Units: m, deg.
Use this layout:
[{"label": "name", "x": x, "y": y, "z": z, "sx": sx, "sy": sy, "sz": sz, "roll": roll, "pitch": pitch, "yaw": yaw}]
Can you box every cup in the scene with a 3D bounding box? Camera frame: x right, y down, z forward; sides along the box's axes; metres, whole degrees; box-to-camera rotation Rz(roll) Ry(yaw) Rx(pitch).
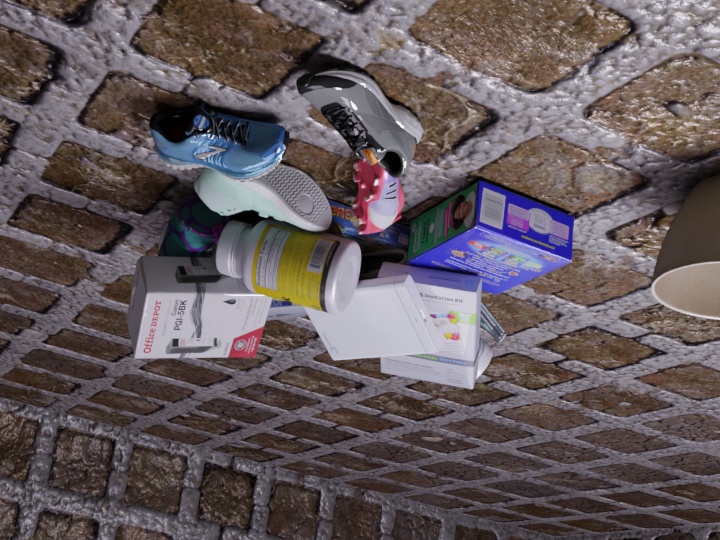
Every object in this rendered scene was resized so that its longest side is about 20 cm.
[{"label": "cup", "x": 0.475, "y": -0.038, "z": 1.427, "sx": 0.197, "sy": 0.146, "sz": 0.201, "roll": 7, "pitch": 160, "yaw": 3}]

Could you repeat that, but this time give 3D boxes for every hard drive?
[{"label": "hard drive", "x": 0.014, "y": 0.074, "z": 1.697, "sx": 0.198, "sy": 0.027, "sz": 0.133, "roll": -7, "pitch": 122, "yaw": 36}]

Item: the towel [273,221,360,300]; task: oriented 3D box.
[{"label": "towel", "x": -0.096, "y": -0.011, "z": 1.724, "sx": 0.197, "sy": 0.023, "sz": 0.145, "roll": -4, "pitch": 126, "yaw": 31}]

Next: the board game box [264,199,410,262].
[{"label": "board game box", "x": -0.037, "y": -0.060, "z": 1.732, "sx": 0.197, "sy": 0.035, "sz": 0.135, "roll": 18, "pitch": 158, "yaw": -23}]

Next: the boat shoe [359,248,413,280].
[{"label": "boat shoe", "x": 0.000, "y": 0.000, "z": 1.748, "sx": 0.197, "sy": 0.073, "sz": 0.062, "roll": -11, "pitch": 139, "yaw": 23}]

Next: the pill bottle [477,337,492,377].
[{"label": "pill bottle", "x": 0.119, "y": 0.094, "z": 1.820, "sx": 0.200, "sy": 0.113, "sz": 0.112, "roll": 42, "pitch": 149, "yaw": -16}]

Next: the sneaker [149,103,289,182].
[{"label": "sneaker", "x": -0.188, "y": -0.171, "z": 1.452, "sx": 0.197, "sy": 0.080, "sz": 0.090, "roll": 3, "pitch": 155, "yaw": 16}]

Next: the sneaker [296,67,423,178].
[{"label": "sneaker", "x": 0.002, "y": -0.180, "z": 1.348, "sx": 0.073, "sy": 0.081, "sz": 0.199, "roll": -10, "pitch": 151, "yaw": 44}]

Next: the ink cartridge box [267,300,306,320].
[{"label": "ink cartridge box", "x": -0.164, "y": 0.067, "z": 2.017, "sx": 0.197, "sy": 0.041, "sz": 0.199, "roll": -3, "pitch": 171, "yaw": -37}]

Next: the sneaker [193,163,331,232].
[{"label": "sneaker", "x": -0.142, "y": -0.104, "z": 1.603, "sx": 0.199, "sy": 0.075, "sz": 0.118, "roll": 30, "pitch": 146, "yaw": -23}]

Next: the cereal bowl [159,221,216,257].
[{"label": "cereal bowl", "x": -0.247, "y": -0.011, "z": 1.881, "sx": 0.196, "sy": 0.085, "sz": 0.201, "roll": 7, "pitch": 160, "yaw": 3}]

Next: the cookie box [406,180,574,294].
[{"label": "cookie box", "x": 0.186, "y": -0.043, "z": 1.626, "sx": 0.169, "sy": 0.076, "sz": 0.199, "roll": 18, "pitch": 158, "yaw": -22}]

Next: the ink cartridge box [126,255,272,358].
[{"label": "ink cartridge box", "x": -0.248, "y": 0.059, "z": 1.712, "sx": 0.197, "sy": 0.084, "sz": 0.148, "roll": 0, "pitch": 133, "yaw": -22}]

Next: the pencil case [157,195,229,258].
[{"label": "pencil case", "x": -0.272, "y": -0.018, "z": 1.753, "sx": 0.084, "sy": 0.093, "sz": 0.201, "roll": -19, "pitch": 148, "yaw": -42}]

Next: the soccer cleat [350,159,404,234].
[{"label": "soccer cleat", "x": 0.031, "y": -0.114, "z": 1.549, "sx": 0.075, "sy": 0.067, "sz": 0.201, "roll": -19, "pitch": 158, "yaw": -15}]

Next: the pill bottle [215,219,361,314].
[{"label": "pill bottle", "x": -0.107, "y": -0.012, "z": 1.634, "sx": 0.197, "sy": 0.113, "sz": 0.112, "roll": 15, "pitch": 162, "yaw": 17}]

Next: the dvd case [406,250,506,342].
[{"label": "dvd case", "x": 0.155, "y": 0.037, "z": 1.817, "sx": 0.146, "sy": 0.022, "sz": 0.200, "roll": 40, "pitch": 176, "yaw": 33}]

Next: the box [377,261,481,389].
[{"label": "box", "x": 0.106, "y": 0.086, "z": 1.714, "sx": 0.153, "sy": 0.041, "sz": 0.202, "roll": 9, "pitch": 130, "yaw": 13}]
